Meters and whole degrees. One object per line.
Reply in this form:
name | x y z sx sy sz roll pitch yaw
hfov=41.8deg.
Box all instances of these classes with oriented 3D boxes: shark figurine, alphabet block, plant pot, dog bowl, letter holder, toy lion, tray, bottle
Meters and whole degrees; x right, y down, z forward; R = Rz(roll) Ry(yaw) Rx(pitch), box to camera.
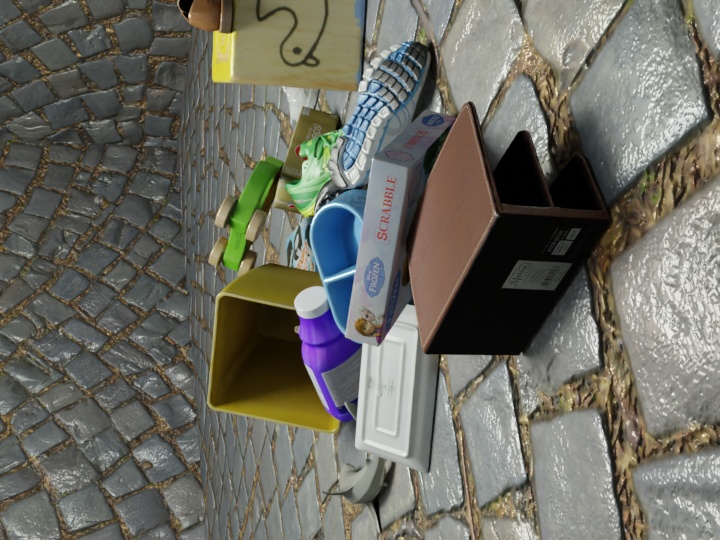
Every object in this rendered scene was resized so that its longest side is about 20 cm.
shark figurine | -0.009 0.278 1.284 0.215 0.089 0.129 108 154 -50
alphabet block | -0.114 -0.377 1.445 0.196 0.199 0.197 -151 63 -71
plant pot | -0.105 0.097 1.417 0.177 0.199 0.201 -75 -5 -62
dog bowl | 0.000 0.000 1.174 0.111 0.049 0.201 -18 90 36
letter holder | 0.119 -0.036 0.849 0.200 0.100 0.143 111 155 -49
toy lion | -0.159 -0.099 1.432 0.200 0.068 0.192 116 177 -62
tray | 0.039 0.137 1.129 0.107 0.022 0.201 13 105 34
bottle | -0.035 0.110 1.255 0.065 0.083 0.201 34 152 47

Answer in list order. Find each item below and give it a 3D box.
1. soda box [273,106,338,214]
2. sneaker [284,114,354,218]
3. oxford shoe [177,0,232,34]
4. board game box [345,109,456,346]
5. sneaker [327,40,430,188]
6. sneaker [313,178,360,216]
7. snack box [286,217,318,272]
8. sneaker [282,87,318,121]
soda box | -0.083 -0.171 1.464 0.200 0.064 0.068 -79 5 -50
sneaker | -0.041 -0.162 1.311 0.200 0.084 0.074 -51 -4 26
oxford shoe | -0.234 -0.399 1.385 0.200 0.071 0.072 -118 32 -61
board game box | 0.046 -0.051 1.013 0.200 0.041 0.201 -51 -27 -60
sneaker | 0.035 -0.191 1.177 0.075 0.086 0.200 44 114 30
sneaker | -0.024 -0.081 1.298 0.200 0.070 0.090 77 -172 -57
snack box | -0.089 -0.023 1.630 0.200 0.037 0.117 142 126 -69
sneaker | -0.130 -0.338 1.642 0.200 0.115 0.074 111 152 -52
